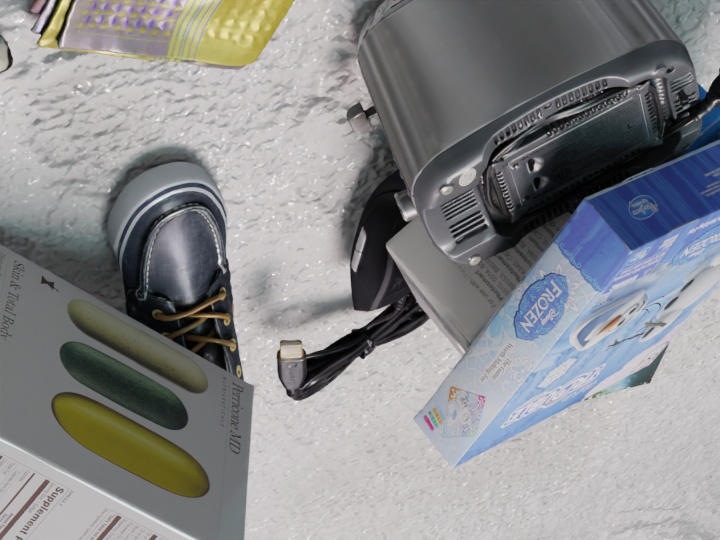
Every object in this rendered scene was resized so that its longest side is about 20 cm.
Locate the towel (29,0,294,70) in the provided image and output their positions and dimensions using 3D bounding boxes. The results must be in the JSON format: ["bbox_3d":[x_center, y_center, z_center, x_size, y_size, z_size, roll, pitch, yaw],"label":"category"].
[{"bbox_3d":[-0.061,-0.175,1.053,0.143,0.023,0.200,6,135,-42],"label":"towel"}]

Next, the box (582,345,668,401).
[{"bbox_3d":[0.165,0.023,1.502,0.136,0.038,0.200,-14,146,-23],"label":"box"}]

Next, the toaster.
[{"bbox_3d":[0.094,-0.106,1.173,0.200,0.129,0.114,-28,150,0],"label":"toaster"}]

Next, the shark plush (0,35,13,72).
[{"bbox_3d":[-0.232,-0.101,0.989,0.083,0.091,0.200,-1,156,13],"label":"shark plush"}]

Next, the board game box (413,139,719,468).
[{"bbox_3d":[0.149,0.011,1.233,0.200,0.043,0.199,-23,157,-44],"label":"board game box"}]

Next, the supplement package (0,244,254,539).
[{"bbox_3d":[-0.182,0.108,1.169,0.200,0.152,0.151,31,120,-21],"label":"supplement package"}]

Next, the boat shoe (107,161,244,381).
[{"bbox_3d":[-0.098,0.028,1.250,0.071,0.091,0.200,-18,147,-17],"label":"boat shoe"}]

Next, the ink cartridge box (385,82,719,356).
[{"bbox_3d":[0.122,-0.032,1.287,0.200,0.084,0.146,-40,161,-3],"label":"ink cartridge box"}]

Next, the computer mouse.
[{"bbox_3d":[0.000,0.000,1.320,0.140,0.046,0.200,-33,160,-25],"label":"computer mouse"}]
